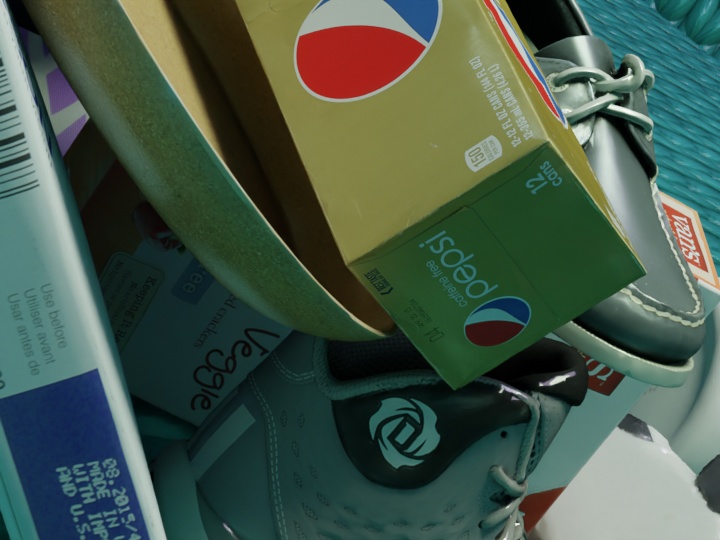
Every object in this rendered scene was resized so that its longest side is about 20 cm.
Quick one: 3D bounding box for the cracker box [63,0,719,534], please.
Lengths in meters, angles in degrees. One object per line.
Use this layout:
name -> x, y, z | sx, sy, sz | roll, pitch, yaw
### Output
cracker box -> 0.000, 0.000, 0.918 | 0.199, 0.134, 0.058 | 27, 26, -21

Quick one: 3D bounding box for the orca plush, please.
orca plush -> 0.079, 0.101, 1.019 | 0.105, 0.071, 0.200 | -28, 39, -25

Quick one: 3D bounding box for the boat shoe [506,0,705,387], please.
boat shoe -> 0.053, -0.050, 0.841 | 0.073, 0.062, 0.201 | 14, 35, -40

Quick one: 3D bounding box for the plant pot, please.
plant pot -> -0.052, -0.063, 0.741 | 0.201, 0.027, 0.200 | 58, 8, -14

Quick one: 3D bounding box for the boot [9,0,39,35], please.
boot -> -0.153, -0.115, 0.865 | 0.167, 0.077, 0.200 | 26, 43, 25

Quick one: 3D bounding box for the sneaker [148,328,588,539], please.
sneaker -> 0.045, 0.082, 0.795 | 0.199, 0.116, 0.075 | 35, 15, -18

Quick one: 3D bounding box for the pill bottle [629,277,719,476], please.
pill bottle -> 0.195, 0.090, 1.187 | 0.199, 0.109, 0.109 | 29, 14, -24

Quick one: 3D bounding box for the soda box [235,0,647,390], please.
soda box -> 0.008, -0.067, 0.790 | 0.068, 0.064, 0.201 | 49, 13, -46

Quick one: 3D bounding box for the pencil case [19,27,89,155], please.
pencil case -> -0.105, -0.061, 1.041 | 0.199, 0.084, 0.085 | 28, -19, -33

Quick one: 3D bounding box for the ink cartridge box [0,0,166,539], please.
ink cartridge box -> -0.099, -0.025, 0.741 | 0.200, 0.043, 0.198 | -114, -172, -64
